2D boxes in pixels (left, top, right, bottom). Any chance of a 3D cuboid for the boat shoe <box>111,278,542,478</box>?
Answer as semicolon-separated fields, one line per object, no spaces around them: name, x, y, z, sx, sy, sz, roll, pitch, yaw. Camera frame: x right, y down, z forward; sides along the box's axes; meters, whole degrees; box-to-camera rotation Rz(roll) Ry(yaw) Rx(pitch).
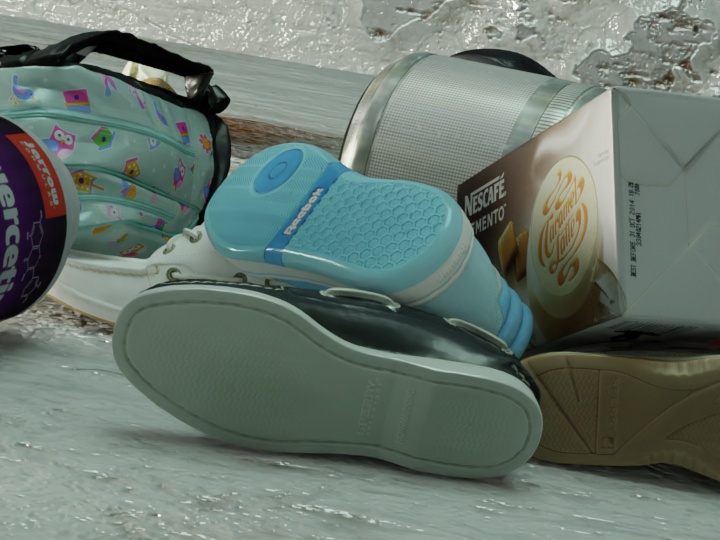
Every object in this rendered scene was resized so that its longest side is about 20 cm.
boat shoe;-0.015;0.044;0.869;0.199;0.076;0.060;19;23;-12

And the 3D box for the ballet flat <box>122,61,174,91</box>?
ballet flat;-0.209;-0.174;1.861;0.067;0.073;0.200;6;10;-11

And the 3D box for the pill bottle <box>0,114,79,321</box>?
pill bottle;-0.215;-0.022;0.944;0.112;0.113;0.200;12;11;15

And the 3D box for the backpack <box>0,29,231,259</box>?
backpack;-0.174;-0.065;1.140;0.166;0.128;0.200;-14;-10;15

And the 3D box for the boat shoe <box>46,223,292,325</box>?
boat shoe;-0.080;0.002;1.056;0.198;0.070;0.071;10;11;6

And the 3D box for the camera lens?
camera lens;0.093;-0.051;1.254;0.199;0.161;0.160;14;11;24

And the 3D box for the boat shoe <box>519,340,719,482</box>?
boat shoe;0.167;0.067;0.934;0.198;0.073;0.065;4;15;3

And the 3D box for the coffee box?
coffee box;0.123;-0.012;1.000;0.079;0.115;0.200;4;-12;-19

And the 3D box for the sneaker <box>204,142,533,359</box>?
sneaker;0.007;0.010;0.979;0.200;0.080;0.131;24;-21;53

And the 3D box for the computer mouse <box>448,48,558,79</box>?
computer mouse;0.131;-0.087;1.362;0.138;0.200;0.053;-26;22;48

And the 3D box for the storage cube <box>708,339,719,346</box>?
storage cube;0.267;-0.004;1.070;0.179;0.202;0.170;9;9;34
